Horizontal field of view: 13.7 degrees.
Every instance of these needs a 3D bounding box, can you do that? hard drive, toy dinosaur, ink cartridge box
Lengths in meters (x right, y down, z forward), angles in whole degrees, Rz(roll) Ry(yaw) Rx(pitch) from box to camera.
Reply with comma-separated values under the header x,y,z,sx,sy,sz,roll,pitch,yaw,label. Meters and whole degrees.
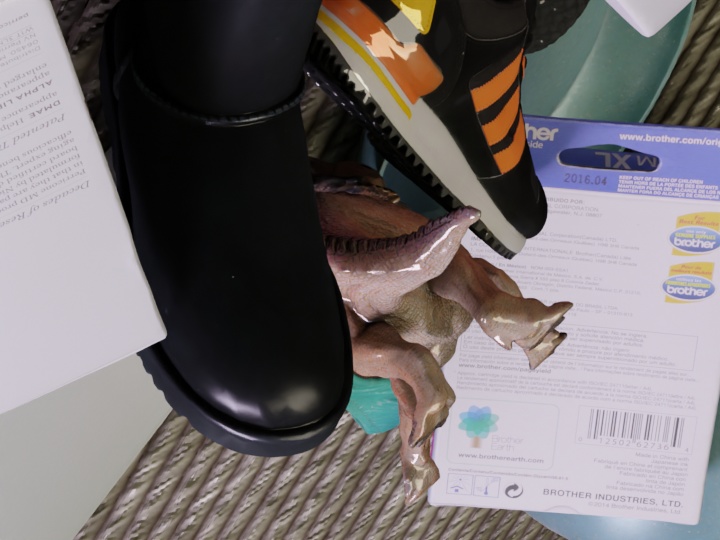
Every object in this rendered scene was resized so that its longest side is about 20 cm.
x,y,z,sx,sy,sz,roll,pitch,yaw,label
-0.100,0.032,1.077,0.200,0.027,0.132,-53,156,-44,hard drive
0.000,0.000,1.088,0.086,0.136,0.200,-43,169,-6,toy dinosaur
0.094,0.015,1.252,0.042,0.118,0.201,-85,179,-54,ink cartridge box

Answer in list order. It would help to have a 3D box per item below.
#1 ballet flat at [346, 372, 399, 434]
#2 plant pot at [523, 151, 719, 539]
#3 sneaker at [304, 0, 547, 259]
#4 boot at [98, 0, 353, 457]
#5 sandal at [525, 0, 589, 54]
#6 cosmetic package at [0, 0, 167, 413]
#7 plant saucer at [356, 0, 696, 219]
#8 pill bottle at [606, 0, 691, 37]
x,y,z,sx,sy,sz,roll,pitch,yaw,label
-0.022,0.033,1.261,0.070,0.068,0.200,-34,155,13,ballet flat
0.154,0.020,1.384,0.200,0.200,0.135,-29,138,-35,plant pot
0.042,-0.075,1.104,0.090,0.070,0.200,-48,149,-1,sneaker
-0.037,-0.062,0.965,0.073,0.199,0.163,-5,149,-18,boot
0.030,-0.146,1.110,0.075,0.048,0.200,-39,142,9,sandal
-0.128,-0.051,0.900,0.081,0.113,0.200,-26,152,-6,cosmetic package
0.063,-0.076,1.274,0.200,0.036,0.200,-38,153,-23,plant saucer
0.125,-0.171,0.889,0.200,0.116,0.116,-43,155,6,pill bottle
